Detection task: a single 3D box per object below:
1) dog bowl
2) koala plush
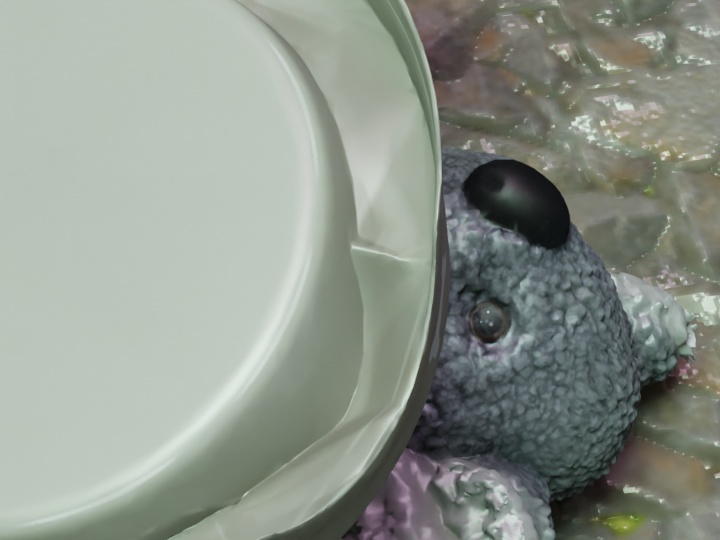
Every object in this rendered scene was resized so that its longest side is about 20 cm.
[{"bbox_3d":[-0.070,0.000,0.619,0.199,0.059,0.201,-7,64,15],"label":"dog bowl"},{"bbox_3d":[0.000,0.000,0.790,0.200,0.184,0.178,36,41,0],"label":"koala plush"}]
